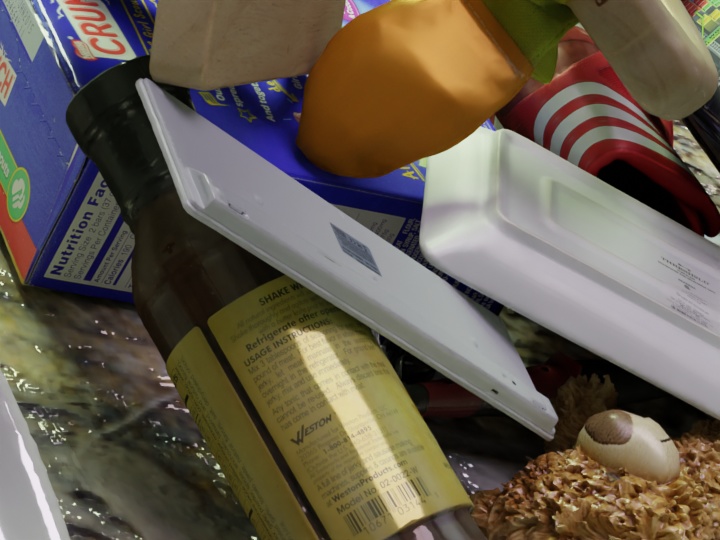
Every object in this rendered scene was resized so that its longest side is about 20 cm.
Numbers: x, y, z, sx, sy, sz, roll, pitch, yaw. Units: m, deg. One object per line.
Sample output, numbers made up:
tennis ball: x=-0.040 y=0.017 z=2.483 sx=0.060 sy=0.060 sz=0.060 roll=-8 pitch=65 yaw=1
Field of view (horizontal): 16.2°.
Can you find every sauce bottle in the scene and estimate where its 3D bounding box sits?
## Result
sauce bottle: x=-0.030 y=0.022 z=0.797 sx=0.064 sy=0.065 sz=0.201 roll=-9 pitch=65 yaw=-51

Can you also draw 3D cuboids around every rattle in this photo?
rattle: x=0.061 y=-0.096 z=0.967 sx=0.130 sy=0.143 sz=0.200 roll=36 pitch=16 yaw=-12

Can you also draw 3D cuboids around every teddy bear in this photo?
teddy bear: x=0.129 y=0.083 z=0.900 sx=0.199 sy=0.067 sz=0.145 roll=14 pitch=26 yaw=-27

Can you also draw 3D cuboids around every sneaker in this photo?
sneaker: x=0.106 y=-0.036 z=1.073 sx=0.116 sy=0.078 sz=0.200 roll=62 pitch=15 yaw=21

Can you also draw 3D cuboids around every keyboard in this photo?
keyboard: x=0.000 y=0.000 z=0.803 sx=0.200 sy=0.011 sz=0.056 roll=34 pitch=19 yaw=-47

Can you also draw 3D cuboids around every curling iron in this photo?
curling iron: x=0.067 y=0.036 z=0.962 sx=0.199 sy=0.026 sz=0.050 roll=4 pitch=54 yaw=-43

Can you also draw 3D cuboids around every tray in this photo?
tray: x=0.113 y=0.008 z=0.923 sx=0.199 sy=0.022 sz=0.108 roll=28 pitch=29 yaw=-11

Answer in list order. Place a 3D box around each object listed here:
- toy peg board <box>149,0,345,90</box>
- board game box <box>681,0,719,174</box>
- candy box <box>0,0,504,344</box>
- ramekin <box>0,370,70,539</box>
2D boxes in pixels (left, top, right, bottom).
toy peg board: x=-0.057 y=-0.170 z=0.837 sx=0.097 sy=0.201 sz=0.200 roll=11 pitch=8 yaw=9
board game box: x=0.197 y=-0.022 z=1.025 sx=0.200 sy=0.057 sz=0.165 roll=52 pitch=3 yaw=-21
candy box: x=-0.050 y=-0.057 z=0.966 sx=0.199 sy=0.077 sz=0.170 roll=11 pitch=33 yaw=-32
ramekin: x=-0.145 y=0.053 z=0.567 sx=0.201 sy=0.097 sz=0.201 roll=62 pitch=7 yaw=-14
